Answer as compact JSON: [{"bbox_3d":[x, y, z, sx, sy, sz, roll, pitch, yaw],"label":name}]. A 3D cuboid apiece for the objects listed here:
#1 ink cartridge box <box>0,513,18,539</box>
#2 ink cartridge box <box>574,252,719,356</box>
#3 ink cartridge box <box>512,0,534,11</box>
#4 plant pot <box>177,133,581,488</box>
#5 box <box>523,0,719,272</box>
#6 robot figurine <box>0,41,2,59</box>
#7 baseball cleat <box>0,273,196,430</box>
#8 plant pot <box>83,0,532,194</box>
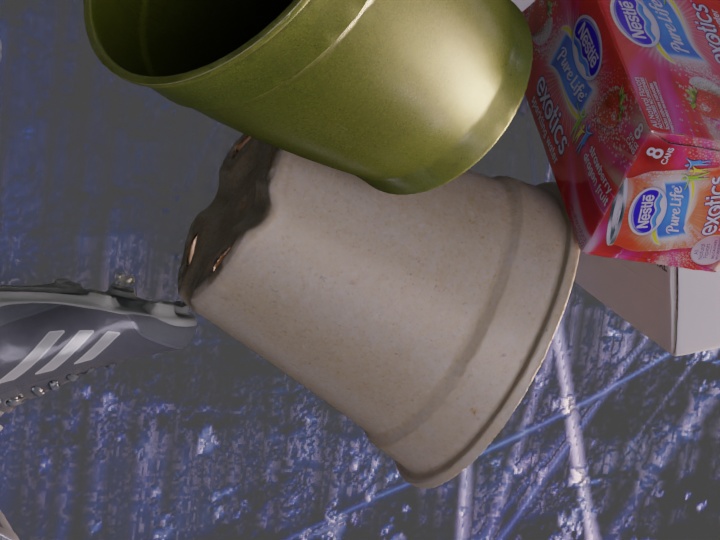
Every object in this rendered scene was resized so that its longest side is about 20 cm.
[{"bbox_3d":[-0.271,0.207,1.593,0.047,0.160,0.201,23,97,-26],"label":"ink cartridge box"},{"bbox_3d":[0.249,-0.023,1.761,0.199,0.146,0.083,-10,113,-20],"label":"ink cartridge box"},{"bbox_3d":[0.022,-0.222,1.600,0.200,0.085,0.146,35,123,-27],"label":"ink cartridge box"},{"bbox_3d":[0.000,0.000,1.649,0.183,0.200,0.201,27,95,-17],"label":"plant pot"},{"bbox_3d":[0.165,-0.106,1.651,0.095,0.201,0.100,8,132,-23],"label":"box"},{"bbox_3d":[-0.273,-0.106,1.495,0.200,0.169,0.114,-43,123,-50],"label":"robot figurine"},{"bbox_3d":[-0.194,0.053,1.631,0.199,0.070,0.107,5,97,-25],"label":"baseball cleat"},{"bbox_3d":[-0.012,-0.141,1.504,0.193,0.200,0.201,36,91,-41],"label":"plant pot"}]
